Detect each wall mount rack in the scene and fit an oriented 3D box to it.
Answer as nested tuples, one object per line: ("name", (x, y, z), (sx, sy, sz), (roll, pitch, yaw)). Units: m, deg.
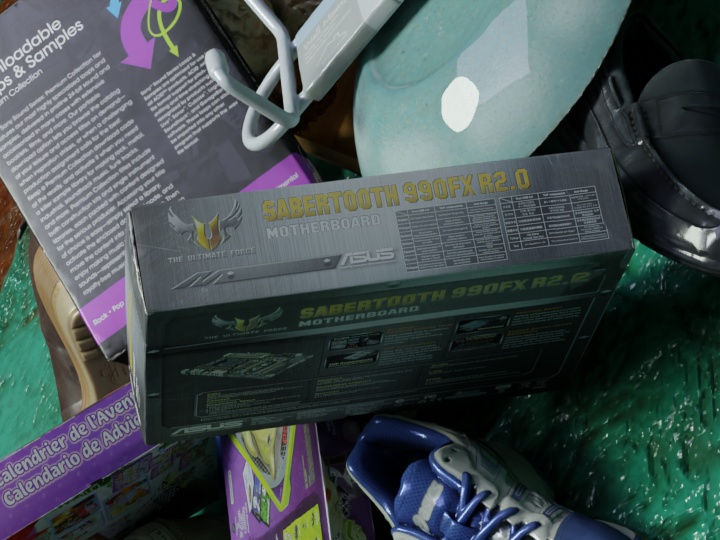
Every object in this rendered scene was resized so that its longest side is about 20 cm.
("wall mount rack", (-0.023, -0.164, 1.056), (0.200, 0.074, 0.174), (-49, 26, 22))

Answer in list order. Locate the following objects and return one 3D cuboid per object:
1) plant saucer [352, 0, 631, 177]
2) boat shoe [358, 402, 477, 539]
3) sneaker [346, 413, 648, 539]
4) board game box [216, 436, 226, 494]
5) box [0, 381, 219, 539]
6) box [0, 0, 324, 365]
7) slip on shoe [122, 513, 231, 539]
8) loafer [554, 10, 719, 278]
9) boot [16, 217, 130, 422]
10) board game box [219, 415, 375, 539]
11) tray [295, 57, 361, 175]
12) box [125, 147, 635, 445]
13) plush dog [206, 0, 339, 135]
("plant saucer", (0.051, -0.122, 1.013), (0.201, 0.039, 0.202), (-38, 36, 34))
("boat shoe", (0.029, 0.038, 1.048), (0.200, 0.071, 0.076), (-58, 16, 17))
("sneaker", (0.055, 0.119, 0.906), (0.076, 0.088, 0.200), (-64, 28, 2))
("board game box", (-0.085, 0.029, 1.225), (0.158, 0.039, 0.201), (34, 139, 57))
("box", (-0.143, 0.121, 1.145), (0.137, 0.039, 0.200), (-32, -14, -13))
("box", (-0.120, -0.071, 1.136), (0.143, 0.036, 0.200), (-35, 74, 9))
("slip on shoe", (-0.124, 0.196, 1.218), (0.076, 0.060, 0.200), (50, 138, 17))
("loafer", (0.135, -0.055, 0.916), (0.201, 0.068, 0.071), (-117, 46, -61))
("boot", (-0.157, 0.034, 1.290), (0.167, 0.072, 0.201), (-112, 12, -49))
("board game box", (-0.034, 0.090, 1.033), (0.120, 0.032, 0.201), (-38, 54, 54))
("tray", (0.028, -0.094, 1.185), (0.099, 0.037, 0.200), (-66, 27, 2))
("box", (0.002, 0.014, 0.907), (0.159, 0.199, 0.049), (101, 160, -65))
("plush dog", (-0.084, -0.136, 1.228), (0.172, 0.199, 0.161), (-67, -22, -44))
